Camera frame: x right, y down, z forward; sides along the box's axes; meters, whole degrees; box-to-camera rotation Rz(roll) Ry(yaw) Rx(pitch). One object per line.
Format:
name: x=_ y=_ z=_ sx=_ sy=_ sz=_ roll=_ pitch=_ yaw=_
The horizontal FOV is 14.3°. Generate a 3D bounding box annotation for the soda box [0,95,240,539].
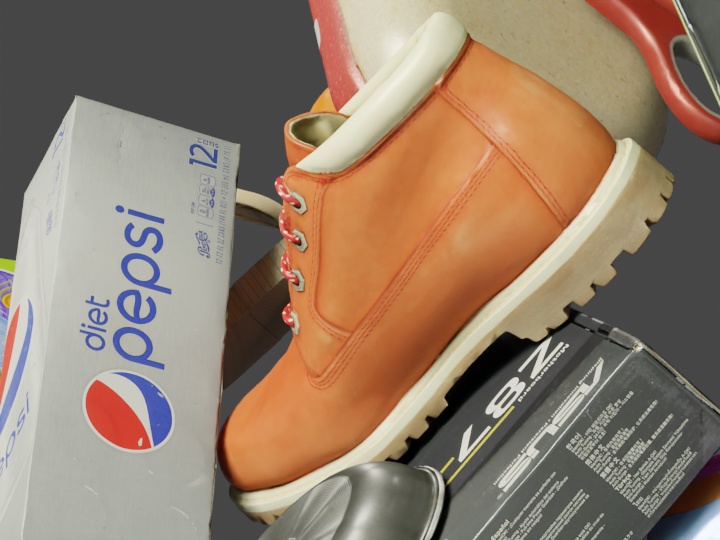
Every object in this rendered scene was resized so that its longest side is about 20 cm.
soda box: x=-0.089 y=0.037 z=1.017 sx=0.063 sy=0.068 sz=0.200 roll=125 pitch=155 yaw=-46

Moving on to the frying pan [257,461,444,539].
frying pan: x=-0.021 y=0.095 z=0.941 sx=0.115 sy=0.031 sz=0.190 roll=-48 pitch=13 yaw=5

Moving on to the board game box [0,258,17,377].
board game box: x=-0.147 y=0.077 z=1.048 sx=0.045 sy=0.134 sz=0.200 roll=-59 pitch=34 yaw=37

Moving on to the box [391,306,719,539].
box: x=0.023 y=0.102 z=0.929 sx=0.200 sy=0.049 sz=0.161 roll=-50 pitch=13 yaw=-2

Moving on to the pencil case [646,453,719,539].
pencil case: x=0.183 y=0.068 z=0.867 sx=0.200 sy=0.088 sz=0.089 roll=-23 pitch=52 yaw=21

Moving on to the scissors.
scissors: x=0.077 y=-0.113 z=1.014 sx=0.200 sy=0.014 sz=0.073 roll=38 pitch=50 yaw=9

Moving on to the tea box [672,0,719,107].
tea box: x=0.203 y=-0.108 z=0.874 sx=0.200 sy=0.134 sz=0.197 roll=-24 pitch=88 yaw=20

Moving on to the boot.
boot: x=0.000 y=0.000 z=0.963 sx=0.200 sy=0.107 sz=0.075 roll=-45 pitch=13 yaw=28

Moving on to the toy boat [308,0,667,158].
toy boat: x=0.023 y=-0.083 z=1.065 sx=0.131 sy=0.130 sz=0.200 roll=-51 pitch=39 yaw=39

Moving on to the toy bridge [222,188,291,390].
toy bridge: x=-0.038 y=0.015 z=1.092 sx=0.067 sy=0.027 sz=0.200 roll=-42 pitch=48 yaw=4
